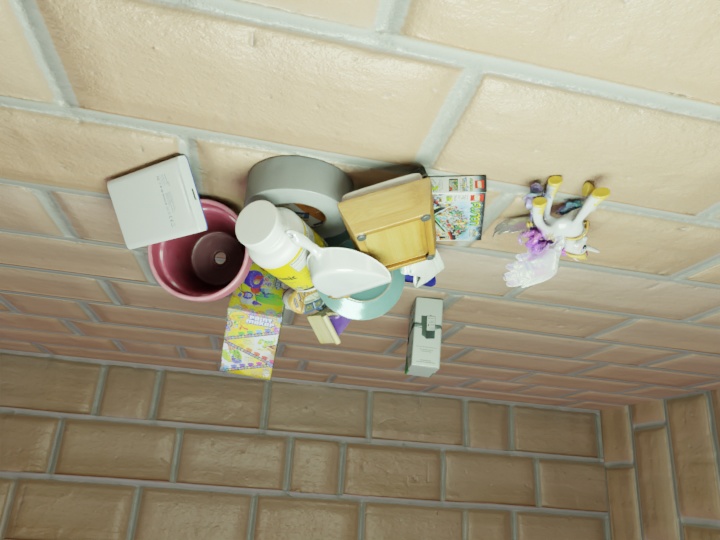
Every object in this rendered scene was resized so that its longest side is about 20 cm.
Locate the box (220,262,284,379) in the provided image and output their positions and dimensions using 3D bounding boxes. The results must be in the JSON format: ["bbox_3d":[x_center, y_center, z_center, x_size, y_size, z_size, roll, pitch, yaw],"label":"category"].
[{"bbox_3d":[-0.241,0.107,1.314,0.120,0.201,0.194,12,124,-7],"label":"box"}]

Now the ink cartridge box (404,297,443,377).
[{"bbox_3d":[0.184,0.194,1.629,0.082,0.203,0.147,7,159,-1],"label":"ink cartridge box"}]

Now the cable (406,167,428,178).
[{"bbox_3d":[0.065,-0.121,1.018,0.096,0.051,0.199,-15,170,-45],"label":"cable"}]

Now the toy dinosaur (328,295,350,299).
[{"bbox_3d":[-0.026,0.002,1.082,0.197,0.108,0.060,5,172,6],"label":"toy dinosaur"}]

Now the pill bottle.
[{"bbox_3d":[-0.134,-0.044,1.000,0.110,0.113,0.200,-5,157,22],"label":"pill bottle"}]

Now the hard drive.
[{"bbox_3d":[-0.372,-0.119,1.022,0.198,0.134,0.025,-9,-169,31],"label":"hard drive"}]

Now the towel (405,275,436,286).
[{"bbox_3d":[0.061,-0.012,1.282,0.198,0.050,0.147,16,176,-33],"label":"towel"}]

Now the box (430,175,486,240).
[{"bbox_3d":[0.178,-0.112,1.056,0.108,0.035,0.200,0,159,10],"label":"box"}]

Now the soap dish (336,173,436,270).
[{"bbox_3d":[0.057,-0.071,0.973,0.155,0.082,0.200,-16,154,4],"label":"soap dish"}]

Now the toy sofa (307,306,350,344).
[{"bbox_3d":[-0.032,0.090,1.388,0.097,0.200,0.084,-7,118,37],"label":"toy sofa"}]

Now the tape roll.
[{"bbox_3d":[-0.110,-0.128,1.026,0.197,0.067,0.201,3,160,1],"label":"tape roll"}]

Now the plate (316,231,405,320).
[{"bbox_3d":[0.000,0.000,1.146,0.197,0.203,0.026,9,163,-13],"label":"plate"}]

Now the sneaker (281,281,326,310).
[{"bbox_3d":[-0.113,0.047,1.296,0.072,0.113,0.200,-9,-168,19],"label":"sneaker"}]

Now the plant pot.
[{"bbox_3d":[-0.313,-0.033,1.163,0.197,0.203,0.179,4,174,-1],"label":"plant pot"}]

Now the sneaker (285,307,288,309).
[{"bbox_3d":[-0.188,0.018,1.419,0.145,0.078,0.202,-21,141,31],"label":"sneaker"}]

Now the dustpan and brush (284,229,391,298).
[{"bbox_3d":[-0.056,-0.015,0.946,0.138,0.058,0.199,-18,155,34],"label":"dustpan and brush"}]

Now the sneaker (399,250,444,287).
[{"bbox_3d":[0.105,-0.036,1.135,0.075,0.088,0.200,38,169,46],"label":"sneaker"}]

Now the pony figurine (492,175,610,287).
[{"bbox_3d":[0.340,-0.072,1.007,0.190,0.168,0.201,-8,142,9],"label":"pony figurine"}]

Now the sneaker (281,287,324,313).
[{"bbox_3d":[-0.075,0.033,1.192,0.198,0.076,0.088,-13,-168,-29],"label":"sneaker"}]
